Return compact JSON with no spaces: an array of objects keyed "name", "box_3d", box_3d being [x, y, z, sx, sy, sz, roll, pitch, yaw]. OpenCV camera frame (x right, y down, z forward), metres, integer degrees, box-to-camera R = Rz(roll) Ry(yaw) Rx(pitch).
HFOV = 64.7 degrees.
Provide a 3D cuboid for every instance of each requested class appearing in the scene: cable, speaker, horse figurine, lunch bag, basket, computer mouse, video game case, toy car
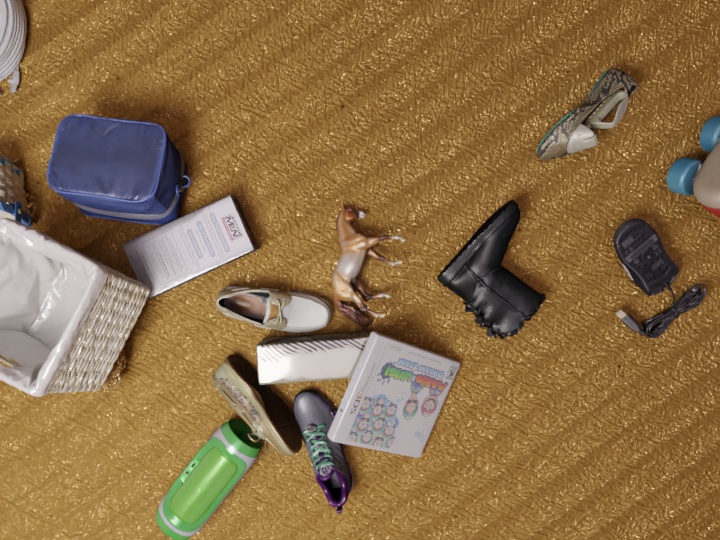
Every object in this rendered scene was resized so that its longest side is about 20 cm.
[{"name":"cable","box_3d":[-0.655,-0.406,0.934,0.197,0.069,0.203,15,92,-1]},{"name":"speaker","box_3d":[-0.257,0.354,0.965,0.088,0.088,0.201,39,92,-2]},{"name":"horse figurine","box_3d":[0.000,0.000,0.967,0.131,0.050,0.203,17,98,11]},{"name":"lunch bag","box_3d":[-0.376,-0.156,0.920,0.197,0.132,0.138,9,77,0]},{"name":"basket","box_3d":[-0.466,0.058,0.862,0.196,0.161,0.202,23,84,13]},{"name":"computer mouse","box_3d":[0.481,0.017,0.983,0.140,0.046,0.200,-44,97,6]},{"name":"video game case","box_3d":[0.061,0.212,0.944,0.198,0.024,0.184,22,92,-35]},{"name":"basket","box_3d":[-0.631,-0.082,0.913,0.174,0.139,0.203,-7,83,-1]},{"name":"toy car","box_3d":[0.656,-0.132,0.938,0.199,0.184,0.178,38,91,-31]}]

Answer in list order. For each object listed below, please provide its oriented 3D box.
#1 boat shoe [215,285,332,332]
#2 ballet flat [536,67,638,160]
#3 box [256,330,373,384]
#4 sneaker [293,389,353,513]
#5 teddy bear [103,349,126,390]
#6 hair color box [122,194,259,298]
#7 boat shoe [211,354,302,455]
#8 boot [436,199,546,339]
[{"name":"boat shoe","box_3d":[-0.147,0.068,0.962,0.197,0.068,0.076,6,93,-1]},{"name":"ballet flat","box_3d":[0.386,-0.251,0.949,0.200,0.068,0.075,-46,55,-1]},{"name":"box","box_3d":[-0.071,0.146,0.961,0.197,0.082,0.069,-5,92,-2]},{"name":"sneaker","box_3d":[-0.060,0.302,0.963,0.074,0.088,0.202,-23,93,0]},{"name":"teddy bear","box_3d":[-0.489,0.140,0.970,0.197,0.067,0.147,-11,83,6]},{"name":"hair color box","box_3d":[-0.283,-0.040,0.960,0.198,0.061,0.100,-24,93,1]},{"name":"boat shoe","box_3d":[-0.175,0.236,0.965,0.063,0.073,0.200,-45,73,15]},{"name":"boot","box_3d":[0.243,0.005,0.962,0.162,0.073,0.199,41,99,0]}]
